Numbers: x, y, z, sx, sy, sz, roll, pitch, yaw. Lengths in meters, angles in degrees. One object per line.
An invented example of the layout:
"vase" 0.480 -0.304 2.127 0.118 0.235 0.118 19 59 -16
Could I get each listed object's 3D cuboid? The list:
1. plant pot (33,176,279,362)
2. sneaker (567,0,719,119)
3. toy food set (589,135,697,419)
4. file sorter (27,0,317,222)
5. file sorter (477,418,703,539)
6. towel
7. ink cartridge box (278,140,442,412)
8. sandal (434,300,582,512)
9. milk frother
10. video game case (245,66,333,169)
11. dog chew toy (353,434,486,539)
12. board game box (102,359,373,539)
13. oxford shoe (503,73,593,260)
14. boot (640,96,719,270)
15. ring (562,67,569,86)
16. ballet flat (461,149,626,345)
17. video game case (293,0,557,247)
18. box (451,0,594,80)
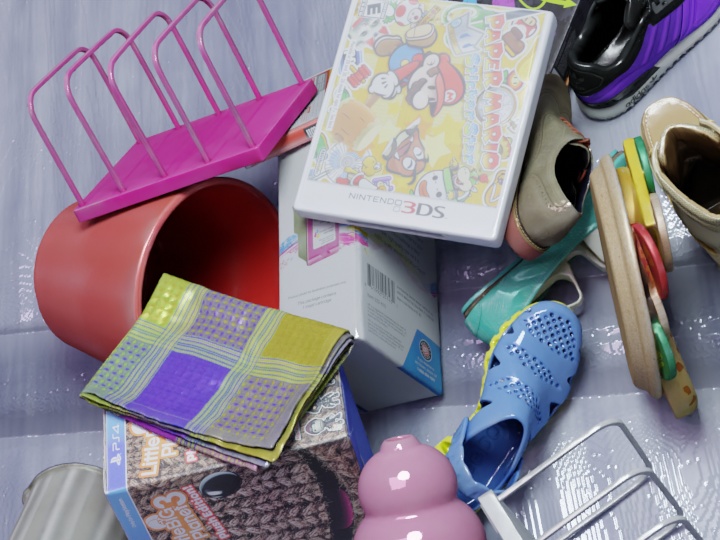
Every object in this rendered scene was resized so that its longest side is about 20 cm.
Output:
"plant pot" -0.187 0.010 1.599 0.176 0.200 0.202 5 69 41
"sneaker" 0.250 -0.227 1.522 0.069 0.099 0.201 38 88 33
"toy food set" 0.218 0.005 1.373 0.048 0.198 0.202 -12 58 7
"file sorter" -0.167 -0.151 1.530 0.198 0.126 0.139 -16 23 28
"file sorter" 0.203 0.234 1.306 0.124 0.139 0.201 -35 55 5
"towel" -0.114 0.077 1.406 0.198 0.023 0.144 17 56 29
"ink cartridge box" 0.000 0.000 1.518 0.084 0.144 0.202 -15 61 27
"sandal" 0.122 0.117 1.425 0.079 0.087 0.201 28 86 -8
"milk frother" -0.253 0.311 1.521 0.200 0.180 0.189 -53 11 30
"video game case" -0.011 -0.159 1.556 0.198 0.018 0.143 -24 20 11
"dog chew toy" 0.049 0.228 1.367 0.123 0.124 0.202 -9 93 24
"board game box" -0.092 0.169 1.440 0.198 0.160 0.097 -14 44 5
"oxford shoe" 0.165 -0.096 1.461 0.074 0.070 0.201 -28 38 35
"boot" 0.266 -0.087 1.413 0.072 0.155 0.201 -29 57 12
"ring" 0.103 -0.175 1.627 0.198 0.019 0.202 -11 63 22
"ballet flat" 0.174 -0.009 1.491 0.070 0.067 0.200 43 91 11
"video game case" 0.053 -0.127 1.447 0.180 0.023 0.202 9 74 23
"box" 0.102 -0.212 1.612 0.198 0.036 0.144 14 74 33
